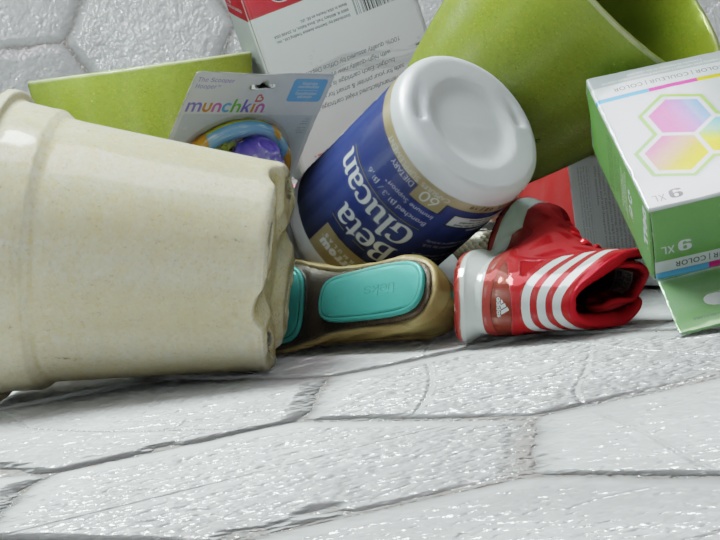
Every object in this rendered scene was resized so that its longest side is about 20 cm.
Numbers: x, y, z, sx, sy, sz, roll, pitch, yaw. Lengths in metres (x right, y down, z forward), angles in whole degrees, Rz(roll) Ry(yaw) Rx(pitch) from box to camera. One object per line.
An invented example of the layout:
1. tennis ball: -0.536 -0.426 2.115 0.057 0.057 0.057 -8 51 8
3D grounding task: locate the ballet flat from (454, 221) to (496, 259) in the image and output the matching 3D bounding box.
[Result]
1. ballet flat: 0.042 -0.003 1.758 0.200 0.046 0.067 -7 -14 35

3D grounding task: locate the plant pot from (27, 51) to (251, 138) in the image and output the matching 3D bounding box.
1. plant pot: -0.169 -0.071 1.884 0.187 0.201 0.187 -8 6 1

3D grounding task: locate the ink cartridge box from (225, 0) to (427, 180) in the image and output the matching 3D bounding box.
1. ink cartridge box: -0.021 -0.190 1.919 0.144 0.200 0.084 -22 17 -11

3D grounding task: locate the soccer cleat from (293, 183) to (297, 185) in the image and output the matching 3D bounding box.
1. soccer cleat: 0.014 -0.044 1.793 0.200 0.067 0.076 0 23 33

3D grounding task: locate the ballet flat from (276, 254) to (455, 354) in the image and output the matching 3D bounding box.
1. ballet flat: -0.022 0.029 1.508 0.200 0.069 0.063 -1 -19 34

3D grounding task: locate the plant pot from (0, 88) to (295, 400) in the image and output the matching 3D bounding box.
1. plant pot: -0.140 -0.008 1.438 0.183 0.201 0.200 5 7 6

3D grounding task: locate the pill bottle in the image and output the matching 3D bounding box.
1. pill bottle: 0.021 -0.048 1.538 0.111 0.111 0.200 -13 -21 -41

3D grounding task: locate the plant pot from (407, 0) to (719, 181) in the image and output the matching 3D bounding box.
1. plant pot: 0.119 -0.143 1.599 0.200 0.187 0.187 -43 -12 27

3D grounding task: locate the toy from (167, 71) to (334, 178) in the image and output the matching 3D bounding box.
1. toy: -0.089 -0.042 1.544 0.115 0.200 0.047 -4 43 -40

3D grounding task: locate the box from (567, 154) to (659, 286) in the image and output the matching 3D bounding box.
1. box: 0.257 -0.045 1.605 0.124 0.098 0.200 -11 7 -30

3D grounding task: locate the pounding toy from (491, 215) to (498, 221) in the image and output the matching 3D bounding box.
1. pounding toy: 0.089 -0.090 2.021 0.184 0.143 0.200 -2 8 36

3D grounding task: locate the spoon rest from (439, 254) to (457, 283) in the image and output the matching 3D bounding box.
1. spoon rest: 0.000 0.000 1.680 0.099 0.061 0.200 -12 9 -41

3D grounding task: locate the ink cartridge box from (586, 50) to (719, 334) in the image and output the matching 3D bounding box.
1. ink cartridge box: 0.217 -0.054 1.417 0.104 0.059 0.200 -13 40 -3

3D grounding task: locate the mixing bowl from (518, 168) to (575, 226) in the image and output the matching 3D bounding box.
1. mixing bowl: 0.211 -0.068 1.841 0.200 0.109 0.200 -7 5 1

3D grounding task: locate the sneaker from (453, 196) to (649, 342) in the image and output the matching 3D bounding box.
1. sneaker: 0.139 0.005 1.487 0.115 0.079 0.200 4 21 19
